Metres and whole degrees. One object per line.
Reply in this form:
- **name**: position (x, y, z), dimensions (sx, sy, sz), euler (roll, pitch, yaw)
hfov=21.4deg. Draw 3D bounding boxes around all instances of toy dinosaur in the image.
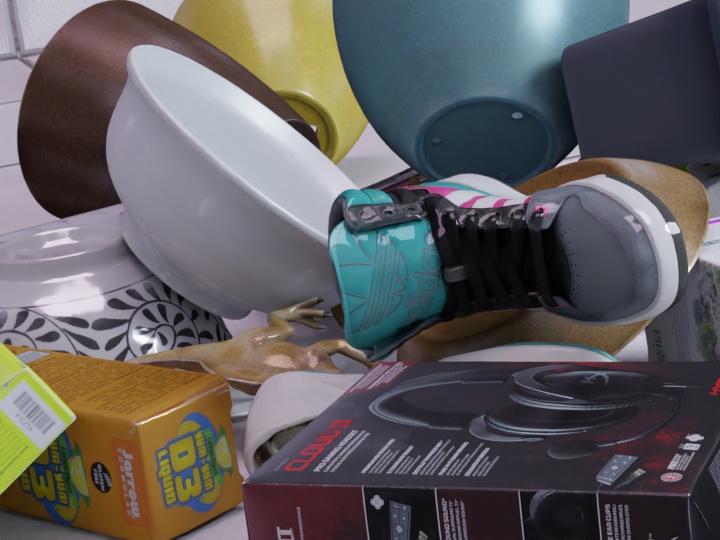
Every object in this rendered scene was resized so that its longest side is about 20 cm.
- **toy dinosaur**: position (-0.056, 0.049, 1.025), dimensions (0.199, 0.059, 0.101), euler (8, 11, 27)

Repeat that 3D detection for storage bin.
- **storage bin**: position (0.218, -0.125, 1.169), dimensions (0.134, 0.147, 0.200), euler (-11, 2, 35)

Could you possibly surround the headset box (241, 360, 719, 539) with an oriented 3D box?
- **headset box**: position (0.056, 0.094, 0.775), dimensions (0.199, 0.078, 0.149), euler (0, 16, 24)

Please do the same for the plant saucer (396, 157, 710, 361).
- **plant saucer**: position (0.090, 0.001, 1.007), dimensions (0.200, 0.035, 0.200), euler (-33, 23, 16)

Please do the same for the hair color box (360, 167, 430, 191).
- **hair color box**: position (0.093, -0.031, 1.285), dimensions (0.199, 0.061, 0.099), euler (3, 18, 36)

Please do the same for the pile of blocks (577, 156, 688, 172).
- **pile of blocks**: position (0.197, -0.060, 1.337), dimensions (0.199, 0.063, 0.082), euler (-9, 14, -2)

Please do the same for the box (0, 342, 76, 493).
- **box**: position (-0.234, 0.065, 0.934), dimensions (0.122, 0.048, 0.200), euler (-45, 37, -10)

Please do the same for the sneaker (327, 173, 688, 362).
- **sneaker**: position (0.047, -0.003, 0.880), dimensions (0.120, 0.084, 0.200), euler (-18, 13, -30)

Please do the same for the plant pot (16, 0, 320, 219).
- **plant pot**: position (-0.134, -0.100, 1.501), dimensions (0.199, 0.188, 0.187), euler (21, 28, 33)

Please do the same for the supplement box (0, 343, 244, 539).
- **supplement box**: position (-0.149, 0.083, 0.955), dimensions (0.199, 0.067, 0.069), euler (3, 18, 41)

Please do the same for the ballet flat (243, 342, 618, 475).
- **ballet flat**: position (0.031, 0.079, 0.902), dimensions (0.199, 0.070, 0.069), euler (-5, 13, 27)

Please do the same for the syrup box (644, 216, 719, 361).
- **syrup box**: position (0.218, 0.028, 0.941), dimensions (0.081, 0.079, 0.200), euler (-13, 14, -17)

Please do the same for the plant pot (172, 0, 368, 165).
- **plant pot**: position (-0.071, -0.152, 1.659), dimensions (0.199, 0.201, 0.142), euler (-7, 38, 2)

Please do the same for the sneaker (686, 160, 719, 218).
- **sneaker**: position (0.233, -0.033, 1.214), dimensions (0.199, 0.074, 0.115), euler (-11, 8, -41)

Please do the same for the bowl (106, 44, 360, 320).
- **bowl**: position (-0.078, -0.035, 1.114), dimensions (0.091, 0.201, 0.201), euler (-51, 10, 13)

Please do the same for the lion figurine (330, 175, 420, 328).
- **lion figurine**: position (0.000, 0.000, 1.198), dimensions (0.122, 0.073, 0.200), euler (-18, 20, -10)

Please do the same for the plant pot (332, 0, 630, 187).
- **plant pot**: position (0.079, -0.129, 1.233), dimensions (0.199, 0.201, 0.135), euler (-6, 50, 8)

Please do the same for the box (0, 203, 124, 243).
- **box**: position (-0.186, -0.001, 1.321), dimensions (0.199, 0.061, 0.116), euler (-18, 17, -33)

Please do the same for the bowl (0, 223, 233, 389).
- **bowl**: position (-0.171, 0.028, 1.131), dimensions (0.199, 0.095, 0.201), euler (-7, 13, 2)
